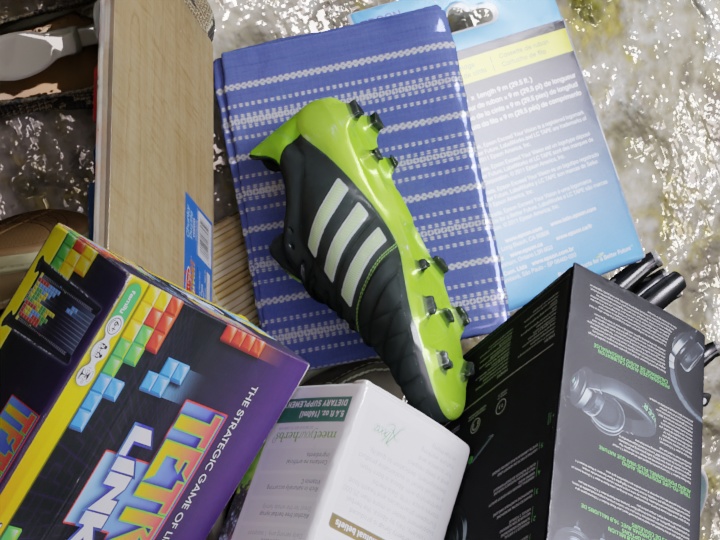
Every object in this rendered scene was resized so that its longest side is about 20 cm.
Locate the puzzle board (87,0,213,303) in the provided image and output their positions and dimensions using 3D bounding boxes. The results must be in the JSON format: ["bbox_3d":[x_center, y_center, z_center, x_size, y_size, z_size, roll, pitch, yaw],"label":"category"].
[{"bbox_3d":[-0.109,-0.066,0.853,0.017,0.151,0.201,-7,68,12],"label":"puzzle board"}]

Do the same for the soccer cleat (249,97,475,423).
[{"bbox_3d":[0.000,0.000,0.881,0.081,0.067,0.201,-30,65,18],"label":"soccer cleat"}]

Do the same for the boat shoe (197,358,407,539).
[{"bbox_3d":[-0.030,0.105,0.899,0.201,0.060,0.072,-35,104,-43],"label":"boat shoe"}]

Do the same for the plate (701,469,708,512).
[{"bbox_3d":[0.137,0.192,0.977,0.200,0.201,0.026,-39,59,-21],"label":"plate"}]

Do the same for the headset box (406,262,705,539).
[{"bbox_3d":[0.087,0.131,0.829,0.092,0.174,0.201,27,48,-18],"label":"headset box"}]

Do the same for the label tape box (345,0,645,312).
[{"bbox_3d":[0.076,-0.075,1.015,0.143,0.066,0.201,-20,88,-23],"label":"label tape box"}]

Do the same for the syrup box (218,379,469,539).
[{"bbox_3d":[-0.025,0.162,0.793,0.081,0.079,0.201,33,65,-31],"label":"syrup box"}]

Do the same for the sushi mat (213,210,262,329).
[{"bbox_3d":[-0.078,0.025,0.918,0.200,0.012,0.096,-34,99,-51],"label":"sushi mat"}]

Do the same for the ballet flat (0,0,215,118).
[{"bbox_3d":[-0.163,-0.123,0.911,0.199,0.075,0.068,-18,92,-23],"label":"ballet flat"}]

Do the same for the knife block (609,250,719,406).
[{"bbox_3d":[0.123,0.066,1.006,0.199,0.064,0.177,10,92,-21],"label":"knife block"}]

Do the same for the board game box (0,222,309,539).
[{"bbox_3d":[-0.129,0.098,0.759,0.201,0.057,0.165,-59,147,0],"label":"board game box"}]

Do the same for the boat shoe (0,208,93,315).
[{"bbox_3d":[-0.203,0.016,0.830,0.073,0.199,0.063,-32,105,-49],"label":"boat shoe"}]

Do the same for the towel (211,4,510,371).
[{"bbox_3d":[-0.001,-0.047,0.935,0.144,0.024,0.201,-12,77,4],"label":"towel"}]
